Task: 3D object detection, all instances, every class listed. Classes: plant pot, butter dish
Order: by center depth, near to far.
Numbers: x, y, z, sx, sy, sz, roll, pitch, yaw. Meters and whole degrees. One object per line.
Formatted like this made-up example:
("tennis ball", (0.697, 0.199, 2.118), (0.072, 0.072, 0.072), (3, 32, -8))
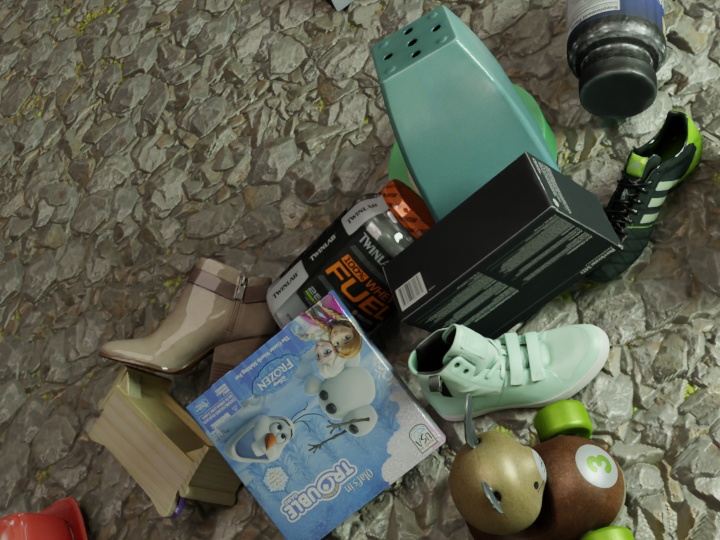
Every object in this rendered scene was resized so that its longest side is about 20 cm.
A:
("plant pot", (0.099, -0.161, 1.148), (0.141, 0.200, 0.142), (-29, 33, 13))
("butter dish", (-0.418, 0.368, 1.257), (0.199, 0.148, 0.201), (-34, 50, 8))

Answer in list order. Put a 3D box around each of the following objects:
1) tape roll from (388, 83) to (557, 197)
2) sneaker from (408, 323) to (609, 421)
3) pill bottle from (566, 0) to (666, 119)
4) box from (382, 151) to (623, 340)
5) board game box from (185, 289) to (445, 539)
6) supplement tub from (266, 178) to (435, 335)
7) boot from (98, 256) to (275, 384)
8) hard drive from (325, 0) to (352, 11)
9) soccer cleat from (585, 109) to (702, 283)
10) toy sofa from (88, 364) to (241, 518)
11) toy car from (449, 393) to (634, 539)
("tape roll", (0.131, -0.132, 1.295), (0.199, 0.048, 0.202), (-15, 56, 23))
("sneaker", (0.147, 0.089, 1.106), (0.199, 0.118, 0.074), (-22, 52, 17))
("pill bottle", (0.290, -0.279, 1.246), (0.111, 0.112, 0.202), (-10, 58, 26))
("box", (0.144, -0.013, 1.121), (0.200, 0.141, 0.079), (-38, 50, 26))
("board game box", (-0.047, 0.160, 1.157), (0.200, 0.043, 0.199), (-39, 89, 5))
("supplement tub", (0.000, 0.000, 1.224), (0.200, 0.122, 0.123), (-45, 49, 15))
("boot", (-0.202, 0.056, 1.320), (0.198, 0.070, 0.148), (13, 85, -9))
("hard drive", (0.007, -0.477, 1.578), (0.200, 0.042, 0.135), (-41, 50, 3))
("soccer cleat", (0.288, -0.080, 1.147), (0.067, 0.081, 0.201), (30, 80, 39))
("toy sofa", (-0.225, 0.204, 1.281), (0.200, 0.083, 0.098), (33, 95, 40))
("toy car", (0.145, 0.189, 0.993), (0.157, 0.200, 0.165), (-26, 52, 15))
